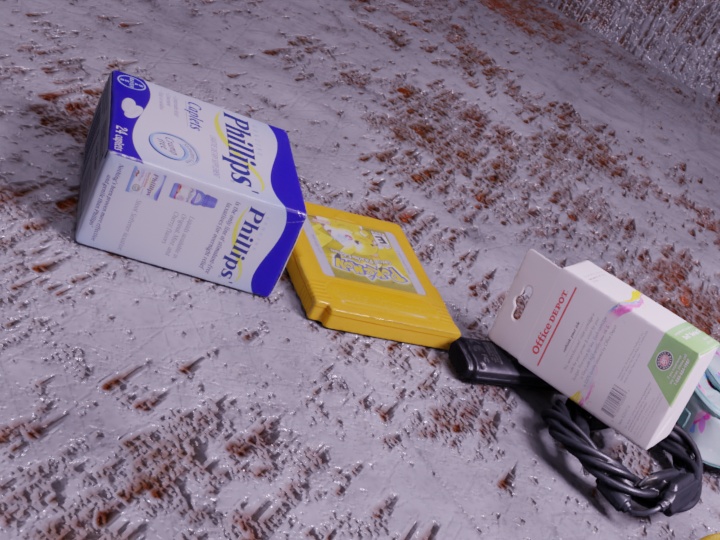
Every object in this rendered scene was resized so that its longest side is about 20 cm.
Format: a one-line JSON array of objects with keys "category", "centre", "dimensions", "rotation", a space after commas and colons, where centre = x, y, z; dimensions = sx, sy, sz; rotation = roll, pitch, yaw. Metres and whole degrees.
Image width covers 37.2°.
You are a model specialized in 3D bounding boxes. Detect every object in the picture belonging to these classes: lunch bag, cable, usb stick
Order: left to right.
[{"category": "usb stick", "centre": [0.180, 0.103, 1.138], "dimensions": [0.198, 0.033, 0.056], "rotation": [10, 38, -33]}, {"category": "cable", "centre": [0.267, 0.180, 1.077], "dimensions": [0.162, 0.051, 0.199], "rotation": [34, 24, 28]}, {"category": "lunch bag", "centre": [0.401, 0.146, 1.208], "dimensions": [0.159, 0.078, 0.201], "rotation": [20, 21, -21]}]

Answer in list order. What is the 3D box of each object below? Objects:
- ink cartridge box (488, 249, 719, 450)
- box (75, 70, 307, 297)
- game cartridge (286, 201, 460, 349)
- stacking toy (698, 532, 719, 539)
[{"category": "ink cartridge box", "centre": [0.239, 0.070, 1.072], "dimensions": [0.199, 0.118, 0.067], "rotation": [36, 27, 27]}, {"category": "box", "centre": [-0.169, -0.088, 1.060], "dimensions": [0.198, 0.106, 0.185], "rotation": [17, 29, -22]}, {"category": "game cartridge", "centre": [0.000, 0.000, 1.148], "dimensions": [0.174, 0.033, 0.201], "rotation": [12, 30, -29]}, {"category": "stacking toy", "centre": [0.320, 0.271, 0.910], "dimensions": [0.197, 0.148, 0.147], "rotation": [4, 30, -4]}]
